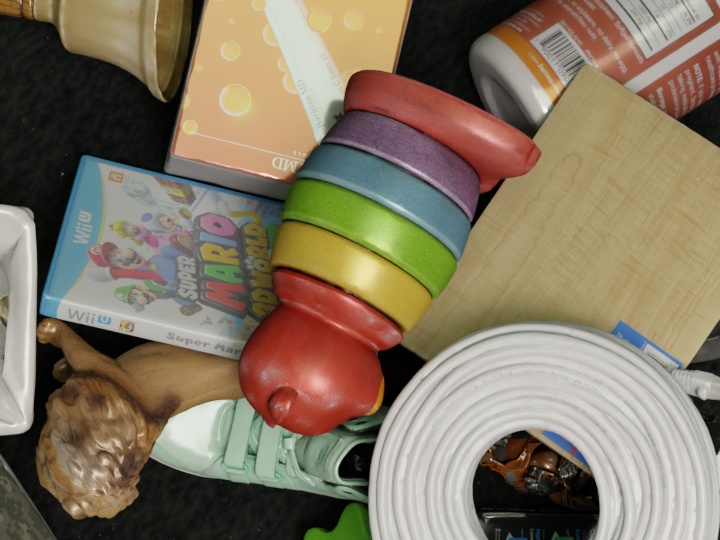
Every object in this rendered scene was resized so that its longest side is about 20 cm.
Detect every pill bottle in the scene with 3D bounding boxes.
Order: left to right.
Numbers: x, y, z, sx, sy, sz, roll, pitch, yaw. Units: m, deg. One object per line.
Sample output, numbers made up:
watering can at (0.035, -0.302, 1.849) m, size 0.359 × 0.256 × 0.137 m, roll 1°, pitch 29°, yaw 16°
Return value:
pill bottle at (0.177, -0.146, 1.256) m, size 0.199 × 0.112 × 0.113 m, roll -32°, pitch 91°, yaw -8°

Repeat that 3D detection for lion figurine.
lion figurine at (-0.113, 0.064, 1.183) m, size 0.199 × 0.073 × 0.122 m, roll -29°, pitch 48°, yaw -22°

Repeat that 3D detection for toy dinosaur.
toy dinosaur at (0.145, 0.108, 1.238) m, size 0.199 × 0.135 × 0.103 m, roll -5°, pitch 80°, yaw -37°

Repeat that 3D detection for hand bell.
hand bell at (-0.211, -0.165, 1.234) m, size 0.199 × 0.104 × 0.105 m, roll 6°, pitch 86°, yaw 6°

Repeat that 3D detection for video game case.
video game case at (-0.084, -0.001, 1.212) m, size 0.199 × 0.144 × 0.018 m, roll 13°, pitch 128°, yaw -6°

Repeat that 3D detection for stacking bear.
stacking bear at (0.000, 0.000, 1.126) m, size 0.113 × 0.121 × 0.201 m, roll 28°, pitch 79°, yaw -9°

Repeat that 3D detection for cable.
cable at (0.102, 0.128, 1.119) m, size 0.199 × 0.069 × 0.201 m, roll 19°, pitch 92°, yaw 11°

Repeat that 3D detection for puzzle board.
puzzle board at (0.138, 0.001, 1.170) m, size 0.150 × 0.017 × 0.201 m, roll 34°, pitch 90°, yaw 12°

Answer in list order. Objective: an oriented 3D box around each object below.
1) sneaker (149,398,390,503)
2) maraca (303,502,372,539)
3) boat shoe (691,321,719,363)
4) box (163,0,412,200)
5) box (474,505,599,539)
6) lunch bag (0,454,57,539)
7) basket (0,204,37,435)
sneaker at (-0.045, 0.097, 1.211) m, size 0.199 × 0.118 × 0.074 m, roll 8°, pitch 87°, yaw -5°
maraca at (-0.007, 0.244, 1.204) m, size 0.107 × 0.137 × 0.201 m, roll 10°, pitch 93°, yaw -50°
boat shoe at (0.156, 0.053, 1.265) m, size 0.199 × 0.072 × 0.068 m, roll -20°, pitch 114°, yaw -3°
box at (-0.039, -0.147, 1.235) m, size 0.124 × 0.097 × 0.201 m, roll 13°, pitch 86°, yaw -6°
box at (0.119, 0.250, 1.258) m, size 0.158 × 0.046 × 0.201 m, roll 1°, pitch 87°, yaw -8°
lunch bag at (-0.259, 0.217, 1.166) m, size 0.167 × 0.139 × 0.201 m, roll -33°, pitch 92°, yaw 26°
basket at (-0.289, 0.030, 1.181) m, size 0.199 × 0.123 × 0.137 m, roll 1°, pitch 87°, yaw -6°
